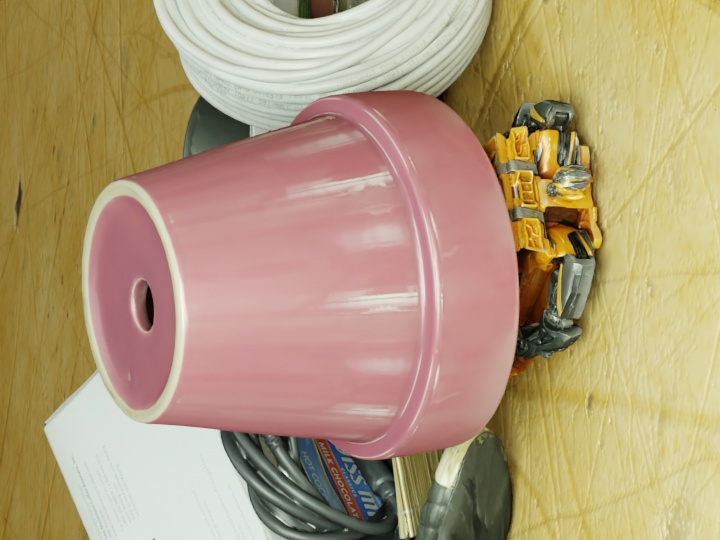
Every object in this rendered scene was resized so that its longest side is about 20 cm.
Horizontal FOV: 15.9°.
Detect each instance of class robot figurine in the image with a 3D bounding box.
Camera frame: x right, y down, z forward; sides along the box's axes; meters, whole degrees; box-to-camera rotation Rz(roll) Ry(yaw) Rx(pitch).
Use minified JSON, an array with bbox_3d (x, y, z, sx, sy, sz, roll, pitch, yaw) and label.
[{"bbox_3d":[0.076,-0.005,1.422,0.200,0.058,0.145,121,147,-58],"label":"robot figurine"}]

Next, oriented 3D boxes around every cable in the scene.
[{"bbox_3d":[-0.021,-0.169,1.535,0.069,0.200,0.200,77,-160,-53],"label":"cable"},{"bbox_3d":[-0.026,0.091,1.521,0.051,0.163,0.200,-32,73,22],"label":"cable"}]

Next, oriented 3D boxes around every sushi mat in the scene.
[{"bbox_3d":[0.026,0.056,1.518,0.096,0.012,0.200,5,-106,-70],"label":"sushi mat"}]

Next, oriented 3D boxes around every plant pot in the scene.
[{"bbox_3d":[-0.042,0.007,1.369,0.200,0.179,0.200,18,111,60],"label":"plant pot"}]

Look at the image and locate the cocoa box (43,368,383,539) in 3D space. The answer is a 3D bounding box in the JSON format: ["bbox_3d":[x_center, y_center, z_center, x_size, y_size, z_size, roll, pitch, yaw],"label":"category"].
[{"bbox_3d":[-0.077,0.142,1.573,0.133,0.131,0.200,-44,57,29],"label":"cocoa box"}]

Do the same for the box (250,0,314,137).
[{"bbox_3d":[-0.032,-0.110,1.684,0.200,0.036,0.144,46,-138,-73],"label":"box"}]

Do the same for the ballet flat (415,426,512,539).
[{"bbox_3d":[0.043,0.172,1.475,0.057,0.066,0.200,35,127,37],"label":"ballet flat"}]

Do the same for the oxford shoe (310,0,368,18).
[{"bbox_3d":[0.019,-0.113,1.622,0.075,0.070,0.200,-2,103,36],"label":"oxford shoe"}]

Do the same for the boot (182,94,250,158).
[{"bbox_3d":[-0.086,-0.104,1.795,0.174,0.069,0.200,118,165,-68],"label":"boot"}]
